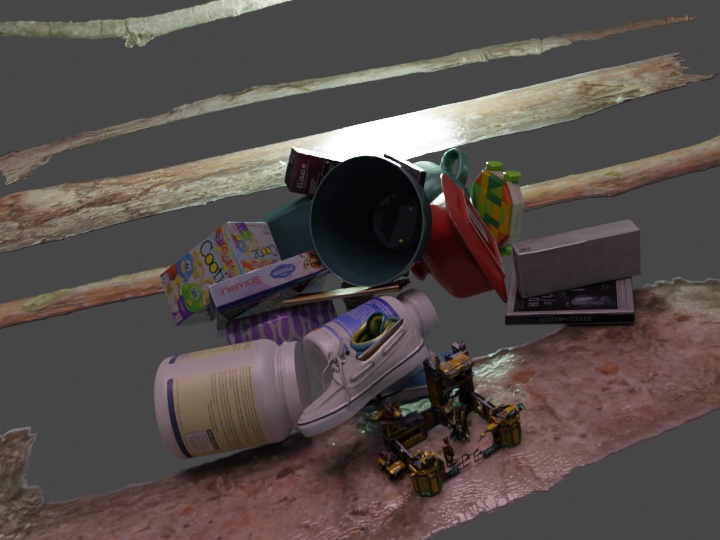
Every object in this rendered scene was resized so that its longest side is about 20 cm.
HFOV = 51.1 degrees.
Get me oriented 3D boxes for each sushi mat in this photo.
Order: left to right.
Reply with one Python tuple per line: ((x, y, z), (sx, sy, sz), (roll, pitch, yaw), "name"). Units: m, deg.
((-0.022, 0.036, 1.214), (0.197, 0.012, 0.096), (-9, 6, 18), "sushi mat")

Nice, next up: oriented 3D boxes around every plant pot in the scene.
((-0.154, -0.043, 1.447), (0.198, 0.143, 0.141), (-21, 12, 2), "plant pot")
((0.035, -0.079, 1.219), (0.198, 0.203, 0.134), (3, 4, 27), "plant pot")

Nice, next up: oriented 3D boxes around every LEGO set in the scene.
((0.107, 0.179, 0.976), (0.198, 0.117, 0.154), (-21, 29, -14), "LEGO set")

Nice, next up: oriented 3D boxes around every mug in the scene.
((0.142, -0.137, 1.471), (0.150, 0.187, 0.114), (-7, 27, -25), "mug")

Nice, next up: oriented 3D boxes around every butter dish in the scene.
((0.152, -0.033, 1.318), (0.147, 0.201, 0.200), (-30, 24, 18), "butter dish")

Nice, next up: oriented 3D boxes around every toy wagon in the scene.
((0.250, -0.125, 1.432), (0.039, 0.157, 0.200), (-6, 25, -18), "toy wagon")

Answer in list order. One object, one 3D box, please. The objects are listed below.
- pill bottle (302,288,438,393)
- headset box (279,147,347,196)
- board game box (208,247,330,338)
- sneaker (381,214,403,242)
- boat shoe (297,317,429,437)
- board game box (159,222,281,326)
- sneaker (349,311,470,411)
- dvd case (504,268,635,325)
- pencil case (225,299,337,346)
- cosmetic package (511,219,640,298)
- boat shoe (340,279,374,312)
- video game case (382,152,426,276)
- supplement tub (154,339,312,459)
((0.020, 0.106, 1.154), (0.198, 0.113, 0.112), (-27, 31, -24), "pill bottle")
((-0.057, -0.178, 1.430), (0.197, 0.078, 0.149), (12, 10, -11), "headset box")
((-0.159, 0.042, 1.287), (0.198, 0.042, 0.200), (-20, -14, -16), "board game box")
((0.032, -0.076, 1.427), (0.073, 0.084, 0.200), (16, 12, -35), "sneaker")
((-0.009, 0.127, 0.976), (0.201, 0.087, 0.075), (-34, 11, -8), "boat shoe")
((-0.244, 0.007, 1.329), (0.199, 0.104, 0.104), (-32, -16, 33), "board game box")
((0.072, 0.113, 1.075), (0.198, 0.133, 0.079), (-13, 13, -28), "sneaker")
((0.342, 0.039, 1.237), (0.197, 0.025, 0.151), (-2, 29, 18), "dvd case")
((-0.128, 0.105, 1.253), (0.197, 0.084, 0.086), (-15, 63, 0), "pencil case")
((0.351, -0.019, 1.228), (0.197, 0.084, 0.051), (-11, 24, 1), "cosmetic package")
((0.000, 0.000, 1.403), (0.069, 0.071, 0.201), (-12, 26, 9), "boat shoe")
((0.067, -0.108, 1.438), (0.019, 0.203, 0.143), (-2, 22, -27), "video game case")
((-0.175, 0.178, 1.066), (0.197, 0.147, 0.146), (-11, 28, 3), "supplement tub")
